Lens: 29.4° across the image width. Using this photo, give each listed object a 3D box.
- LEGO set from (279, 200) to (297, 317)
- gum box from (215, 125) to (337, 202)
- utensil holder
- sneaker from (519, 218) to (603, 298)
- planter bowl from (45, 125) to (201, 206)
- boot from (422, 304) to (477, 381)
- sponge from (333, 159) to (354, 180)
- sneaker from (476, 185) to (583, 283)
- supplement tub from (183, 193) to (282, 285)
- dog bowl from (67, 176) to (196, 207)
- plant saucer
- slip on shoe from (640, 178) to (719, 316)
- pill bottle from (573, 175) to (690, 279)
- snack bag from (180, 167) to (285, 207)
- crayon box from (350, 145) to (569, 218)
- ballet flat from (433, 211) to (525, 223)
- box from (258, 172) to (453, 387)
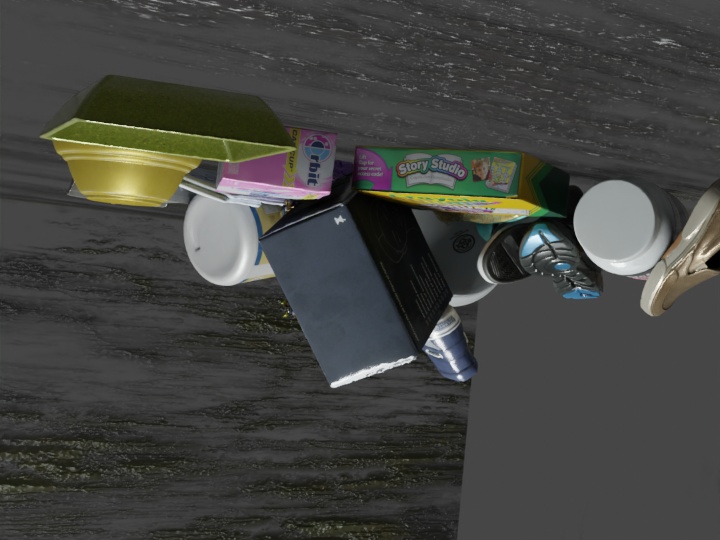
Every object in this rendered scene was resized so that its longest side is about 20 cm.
[{"bbox_3d":[-0.072,-0.026,1.814,0.116,0.200,0.154,5,-156,32],"label":"LEGO set"},{"bbox_3d":[-0.096,-0.116,1.495,0.113,0.066,0.200,7,179,-8],"label":"gum box"},{"bbox_3d":[0.134,-0.036,1.921,0.170,0.170,0.200,5,177,0],"label":"utensil holder"},{"bbox_3d":[0.243,-0.030,1.671,0.073,0.082,0.200,-5,159,23],"label":"sneaker"},{"bbox_3d":[-0.283,-0.122,1.657,0.200,0.084,0.200,6,178,0],"label":"planter bowl"},{"bbox_3d":[0.089,0.083,1.779,0.073,0.090,0.200,-28,-164,-6],"label":"boot"},{"bbox_3d":[-0.082,-0.127,1.794,0.112,0.030,0.200,6,179,-42],"label":"sponge"},{"bbox_3d":[0.187,-0.047,1.755,0.200,0.084,0.121,-36,-159,-35],"label":"sneaker"},{"bbox_3d":[-0.144,-0.061,2.017,0.145,0.145,0.200,4,-170,42],"label":"supplement tub"},{"bbox_3d":[-0.332,-0.131,2.032,0.200,0.059,0.200,6,178,0],"label":"dog bowl"},{"bbox_3d":[-0.180,-0.140,1.263,0.200,0.048,0.200,5,179,-22],"label":"plant saucer"},{"bbox_3d":[0.387,-0.014,1.565,0.061,0.200,0.076,40,-142,20],"label":"slip on shoe"},{"bbox_3d":[0.323,-0.050,1.625,0.116,0.116,0.200,5,179,24],"label":"pill bottle"},{"bbox_3d":[-0.208,-0.119,1.851,0.188,0.021,0.200,20,-173,20],"label":"snack bag"},{"bbox_3d":[0.116,-0.100,1.556,0.200,0.058,0.173,4,178,26],"label":"crayon box"},{"bbox_3d":[0.147,-0.095,1.720,0.071,0.071,0.200,6,176,-32],"label":"ballet flat"},{"bbox_3d":[0.000,0.000,1.624,0.124,0.200,0.197,-22,-169,20],"label":"box"}]
